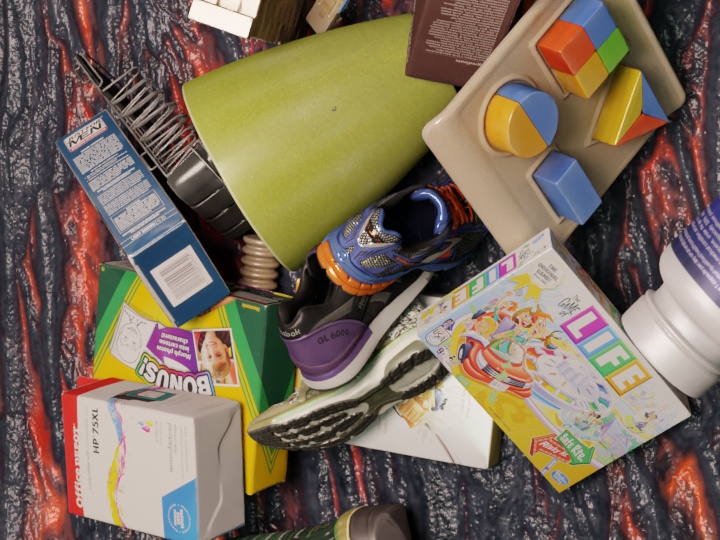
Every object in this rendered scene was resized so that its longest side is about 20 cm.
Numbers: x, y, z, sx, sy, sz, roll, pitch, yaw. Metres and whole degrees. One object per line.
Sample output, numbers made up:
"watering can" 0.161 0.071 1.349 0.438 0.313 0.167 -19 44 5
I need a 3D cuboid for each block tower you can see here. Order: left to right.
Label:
"block tower" -0.087 -0.226 1.273 0.054 0.200 0.058 18 100 8

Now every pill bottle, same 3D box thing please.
"pill bottle" 0.305 0.000 1.162 0.200 0.120 0.120 -46 76 17

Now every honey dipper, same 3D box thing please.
"honey dipper" -0.103 0.068 1.384 0.038 0.038 0.201 12 100 22

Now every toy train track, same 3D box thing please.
"toy train track" 0.004 -0.261 1.231 0.115 0.032 0.200 52 147 8

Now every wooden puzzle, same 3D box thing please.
"wooden puzzle" 0.163 -0.117 1.156 0.200 0.185 0.046 -47 41 -7

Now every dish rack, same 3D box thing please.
"dish rack" -0.173 -0.121 1.340 0.054 0.153 0.200 -40 67 1

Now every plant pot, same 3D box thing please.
"plant pot" -0.019 -0.130 1.275 0.199 0.187 0.188 -31 80 6

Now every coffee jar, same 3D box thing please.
"coffee jar" -0.041 0.276 1.338 0.199 0.085 0.105 -18 85 22

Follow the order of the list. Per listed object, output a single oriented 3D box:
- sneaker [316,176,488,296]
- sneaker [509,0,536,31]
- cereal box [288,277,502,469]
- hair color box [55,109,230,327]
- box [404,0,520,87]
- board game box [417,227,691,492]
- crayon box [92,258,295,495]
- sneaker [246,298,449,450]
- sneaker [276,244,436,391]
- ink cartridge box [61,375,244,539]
"sneaker" 0.056 -0.038 1.228 0.076 0.200 0.078 55 135 6
"sneaker" 0.143 -0.159 1.226 0.077 0.112 0.201 -5 90 23
"cereal box" 0.033 0.088 1.323 0.199 0.039 0.145 7 95 22
"hair color box" -0.196 -0.049 1.329 0.060 0.100 0.200 -33 44 -6
"box" 0.086 -0.232 1.135 0.074 0.200 0.101 9 67 -2
"board game box" 0.158 0.077 1.217 0.134 0.034 0.200 -35 113 20
"crayon box" -0.156 0.093 1.367 0.199 0.058 0.174 13 102 33
"sneaker" -0.013 0.086 1.287 0.199 0.077 0.089 -29 54 7
"sneaker" 0.000 0.000 1.248 0.075 0.200 0.088 0 133 38
"ink cartridge box" -0.201 0.165 1.334 0.199 0.067 0.117 5 102 35
